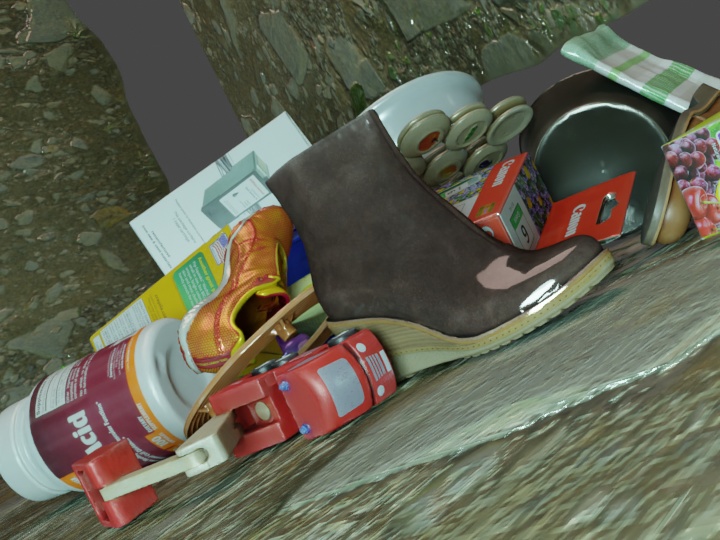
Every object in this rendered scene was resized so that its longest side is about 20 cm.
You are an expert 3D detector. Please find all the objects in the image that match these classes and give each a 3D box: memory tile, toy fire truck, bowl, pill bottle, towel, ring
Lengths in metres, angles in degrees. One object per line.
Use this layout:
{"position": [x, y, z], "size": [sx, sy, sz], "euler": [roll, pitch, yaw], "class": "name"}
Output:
{"position": [0.066, -0.079, 0.959], "size": [0.153, 0.017, 0.200], "euler": [-15, -30, -37], "class": "memory tile"}
{"position": [-0.085, 0.103, 0.672], "size": [0.141, 0.049, 0.200], "euler": [-29, 3, -43], "class": "toy fire truck"}
{"position": [0.064, -0.098, 1.053], "size": [0.200, 0.091, 0.201], "euler": [-27, -24, -13], "class": "bowl"}
{"position": [-0.228, 0.131, 0.937], "size": [0.199, 0.115, 0.114], "euler": [-26, 2, 23], "class": "pill bottle"}
{"position": [0.280, -0.158, 0.892], "size": [0.152, 0.199, 0.023], "euler": [-35, -28, -60], "class": "towel"}
{"position": [-0.060, 0.069, 0.829], "size": [0.200, 0.019, 0.201], "euler": [-42, -12, -11], "class": "ring"}

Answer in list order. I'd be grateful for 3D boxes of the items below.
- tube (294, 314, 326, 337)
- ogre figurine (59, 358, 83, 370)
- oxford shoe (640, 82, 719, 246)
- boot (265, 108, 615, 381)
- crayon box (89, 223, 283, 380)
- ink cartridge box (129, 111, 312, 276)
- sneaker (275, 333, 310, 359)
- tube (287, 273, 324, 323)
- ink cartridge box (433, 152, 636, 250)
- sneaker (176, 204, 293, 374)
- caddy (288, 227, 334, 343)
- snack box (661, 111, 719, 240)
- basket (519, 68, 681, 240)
{"position": [0.009, 0.025, 1.081], "size": [0.199, 0.058, 0.052], "euler": [-24, 19, -1], "class": "tube"}
{"position": [-0.265, 0.149, 1.104], "size": [0.120, 0.098, 0.200], "euler": [-37, -9, 22], "class": "ogre figurine"}
{"position": [0.249, -0.074, 0.732], "size": [0.200, 0.071, 0.072], "euler": [-47, -26, -44], "class": "oxford shoe"}
{"position": [0.042, -0.027, 0.656], "size": [0.199, 0.167, 0.072], "euler": [-26, 2, 32], "class": "boot"}
{"position": [-0.160, 0.065, 1.006], "size": [0.200, 0.126, 0.052], "euler": [-37, -24, 20], "class": "crayon box"}
{"position": [-0.129, -0.067, 1.113], "size": [0.200, 0.084, 0.146], "euler": [-36, -6, -3], "class": "ink cartridge box"}
{"position": [-0.124, 0.089, 1.062], "size": [0.080, 0.089, 0.200], "euler": [-25, 2, -43], "class": "sneaker"}
{"position": [0.000, 0.000, 0.931], "size": [0.199, 0.052, 0.058], "euler": [-28, -25, -20], "class": "tube"}
{"position": [0.089, -0.034, 0.739], "size": [0.199, 0.051, 0.109], "euler": [-21, 19, 29], "class": "ink cartridge box"}
{"position": [-0.085, 0.016, 0.883], "size": [0.077, 0.073, 0.201], "euler": [-6, 39, 21], "class": "sneaker"}
{"position": [-0.032, 0.009, 1.187], "size": [0.199, 0.142, 0.105], "euler": [-25, 5, 17], "class": "caddy"}
{"position": [0.301, -0.100, 0.599], "size": [0.199, 0.068, 0.168], "euler": [-23, 3, 41], "class": "snack box"}
{"position": [0.219, -0.103, 0.911], "size": [0.179, 0.137, 0.200], "euler": [-1, 15, 15], "class": "basket"}
